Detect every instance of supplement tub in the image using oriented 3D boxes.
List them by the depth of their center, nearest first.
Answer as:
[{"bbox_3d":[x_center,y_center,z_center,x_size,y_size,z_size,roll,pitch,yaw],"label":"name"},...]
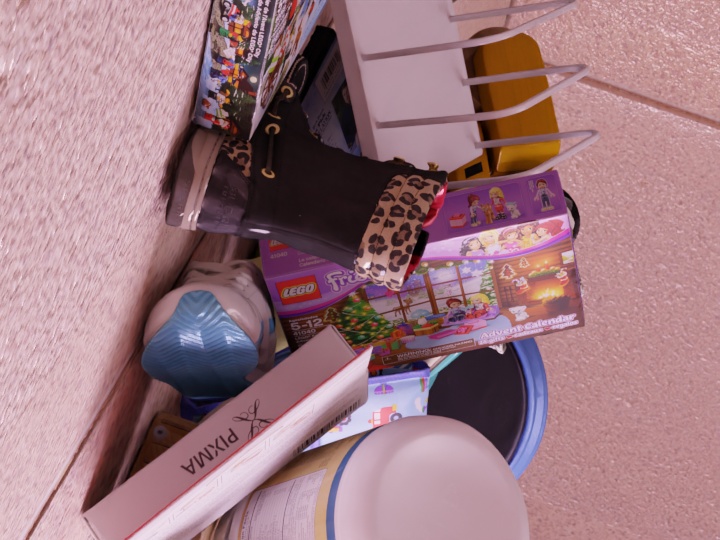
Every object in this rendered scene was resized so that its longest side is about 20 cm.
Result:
[{"bbox_3d":[0.002,0.182,1.538,0.200,0.144,0.145,-24,-142,54],"label":"supplement tub"}]

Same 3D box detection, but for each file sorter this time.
[{"bbox_3d":[0.072,-0.161,1.569,0.139,0.124,0.201,-30,112,-54],"label":"file sorter"}]

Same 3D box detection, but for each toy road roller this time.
[{"bbox_3d":[0.068,-0.073,1.733,0.123,0.145,0.201,134,-50,-66],"label":"toy road roller"}]

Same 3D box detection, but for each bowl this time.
[{"bbox_3d":[0.053,0.104,1.911,0.039,0.199,0.202,-8,118,-75],"label":"bowl"}]

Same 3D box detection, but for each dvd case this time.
[{"bbox_3d":[-0.028,-0.065,1.693,0.143,0.017,0.200,-64,155,-20],"label":"dvd case"}]

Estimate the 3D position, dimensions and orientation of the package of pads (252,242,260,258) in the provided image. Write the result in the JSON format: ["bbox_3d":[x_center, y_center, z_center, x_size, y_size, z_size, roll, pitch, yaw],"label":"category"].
[{"bbox_3d":[-0.051,0.011,1.847,0.155,0.068,0.201,52,57,-86],"label":"package of pads"}]

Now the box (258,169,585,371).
[{"bbox_3d":[0.043,0.008,1.532,0.137,0.199,0.039,72,6,-55],"label":"box"}]

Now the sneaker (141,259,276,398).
[{"bbox_3d":[-0.095,0.030,1.478,0.200,0.076,0.081,80,10,-78],"label":"sneaker"}]

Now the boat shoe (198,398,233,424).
[{"bbox_3d":[-0.107,0.179,1.666,0.201,0.062,0.073,-62,-143,11],"label":"boat shoe"}]

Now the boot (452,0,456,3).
[{"bbox_3d":[0.048,-0.285,1.699,0.072,0.201,0.154,-34,-166,-29],"label":"boot"}]

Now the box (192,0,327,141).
[{"bbox_3d":[-0.041,-0.189,1.377,0.200,0.037,0.137,-65,173,-48],"label":"box"}]

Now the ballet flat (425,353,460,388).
[{"bbox_3d":[0.038,0.064,1.806,0.070,0.069,0.200,-68,-173,-32],"label":"ballet flat"}]

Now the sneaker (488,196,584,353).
[{"bbox_3d":[0.068,0.022,1.622,0.077,0.199,0.089,42,24,-61],"label":"sneaker"}]

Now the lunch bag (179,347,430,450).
[{"bbox_3d":[-0.057,0.131,1.742,0.094,0.199,0.151,50,-32,47],"label":"lunch bag"}]

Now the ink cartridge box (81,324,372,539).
[{"bbox_3d":[-0.082,0.109,1.451,0.200,0.045,0.176,-38,169,-10],"label":"ink cartridge box"}]

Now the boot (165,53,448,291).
[{"bbox_3d":[-0.022,-0.063,1.406,0.200,0.150,0.074,-61,169,-62],"label":"boot"}]

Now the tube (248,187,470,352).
[{"bbox_3d":[0.000,0.000,1.587,0.052,0.199,0.058,32,41,-67],"label":"tube"}]

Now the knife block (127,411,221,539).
[{"bbox_3d":[-0.147,0.223,1.613,0.176,0.064,0.201,102,8,-58],"label":"knife block"}]
